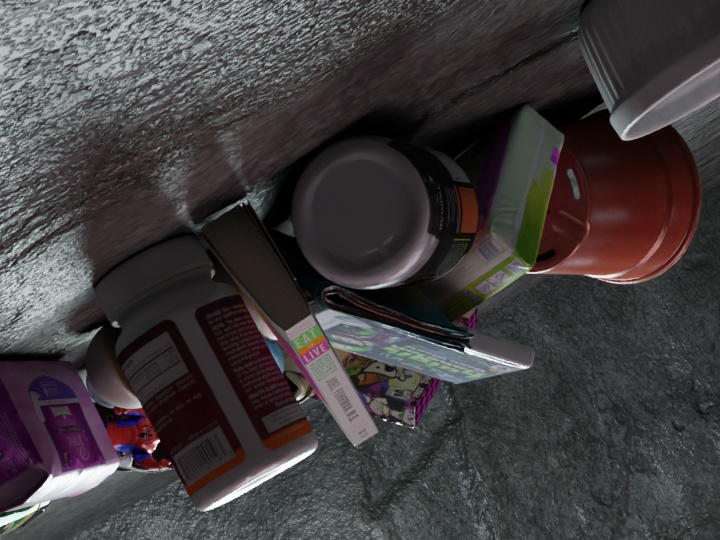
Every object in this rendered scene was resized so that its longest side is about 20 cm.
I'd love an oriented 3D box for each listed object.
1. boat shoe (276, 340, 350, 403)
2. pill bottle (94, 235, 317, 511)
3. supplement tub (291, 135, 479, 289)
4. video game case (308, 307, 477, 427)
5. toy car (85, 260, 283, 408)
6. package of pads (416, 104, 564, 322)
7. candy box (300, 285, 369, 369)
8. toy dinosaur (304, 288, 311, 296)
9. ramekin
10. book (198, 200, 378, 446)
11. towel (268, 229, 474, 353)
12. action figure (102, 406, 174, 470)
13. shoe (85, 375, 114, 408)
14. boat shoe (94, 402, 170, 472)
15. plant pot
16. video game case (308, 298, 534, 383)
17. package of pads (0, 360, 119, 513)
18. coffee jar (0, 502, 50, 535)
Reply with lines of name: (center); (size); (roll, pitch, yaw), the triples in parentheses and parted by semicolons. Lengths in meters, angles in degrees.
boat shoe: (-0.072, 0.110, 1.498); (0.200, 0.072, 0.065); (-30, -144, -31)
pill bottle: (-0.128, 0.081, 1.186); (0.114, 0.201, 0.114); (-28, 172, -4)
supplement tub: (0.029, -0.047, 1.230); (0.122, 0.123, 0.200); (-32, 171, 15)
video game case: (0.016, 0.085, 1.673); (0.200, 0.180, 0.036); (-52, 150, -48)
toy car: (-0.137, 0.086, 1.358); (0.175, 0.150, 0.200); (-32, 172, 16)
package of pads: (0.111, -0.049, 1.417); (0.154, 0.068, 0.200); (-38, -158, 40)
candy box: (-0.042, 0.059, 1.630); (0.199, 0.117, 0.057); (-26, 133, -29)
toy dinosaur: (0.000, 0.000, 1.443); (0.058, 0.102, 0.199); (-13, 164, 42)
ramekin: (0.272, -0.203, 1.199); (0.200, 0.105, 0.200); (-30, 172, -4)
book: (-0.054, 0.051, 1.221); (0.048, 0.134, 0.200); (-33, 145, -5)
towel: (0.002, 0.012, 1.271); (0.022, 0.146, 0.200); (-67, -159, 9)
action figure: (-0.255, 0.160, 1.415); (0.199, 0.066, 0.099); (2, 173, -27)
shoe: (-0.181, 0.084, 1.507); (0.199, 0.072, 0.091); (-24, 173, -1)
boat shoe: (-0.253, 0.173, 1.520); (0.065, 0.072, 0.200); (-4, 163, 34)
plant pot: (0.234, -0.078, 1.589); (0.201, 0.201, 0.195); (-35, 162, 36)
video game case: (0.040, 0.066, 1.398); (0.199, 0.023, 0.182); (17, 166, -15)
package of pads: (-0.288, 0.143, 1.287); (0.075, 0.121, 0.200); (-30, 173, 6)
coffee jar: (-0.432, 0.258, 1.608); (0.104, 0.086, 0.200); (-37, 169, 28)
